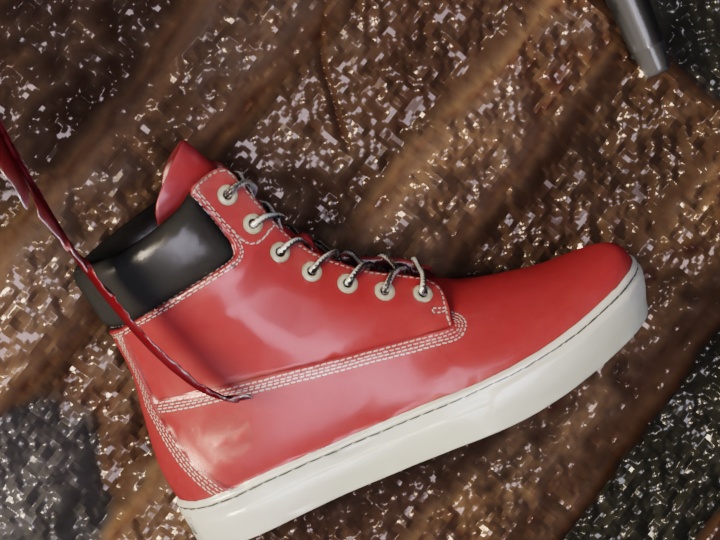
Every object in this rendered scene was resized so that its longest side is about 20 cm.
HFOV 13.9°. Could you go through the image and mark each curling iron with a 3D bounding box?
[{"bbox_3d":[0.069,-0.162,1.121,0.050,0.026,0.200,-43,113,-41],"label":"curling iron"}]

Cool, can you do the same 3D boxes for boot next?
[{"bbox_3d":[0.000,0.000,1.114,0.200,0.072,0.145,-24,101,-4],"label":"boot"}]

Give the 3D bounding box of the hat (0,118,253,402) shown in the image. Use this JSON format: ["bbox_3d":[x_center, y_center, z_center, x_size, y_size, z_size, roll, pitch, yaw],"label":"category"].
[{"bbox_3d":[-0.160,-0.050,1.083,0.165,0.176,0.201,-16,65,27],"label":"hat"}]
